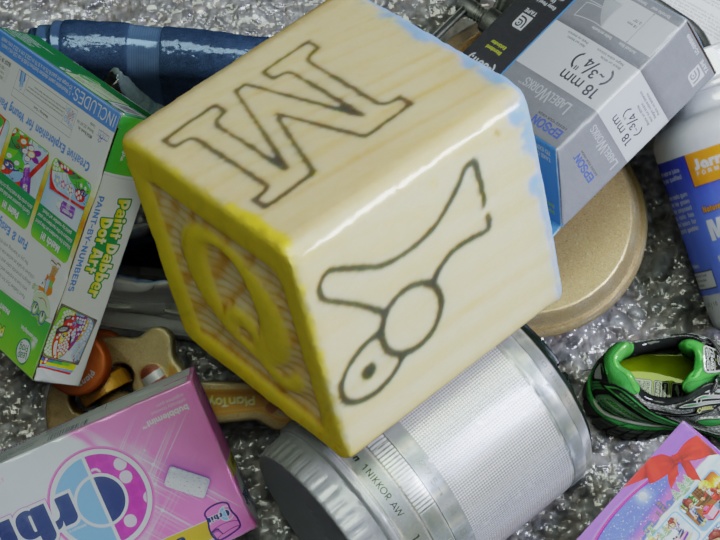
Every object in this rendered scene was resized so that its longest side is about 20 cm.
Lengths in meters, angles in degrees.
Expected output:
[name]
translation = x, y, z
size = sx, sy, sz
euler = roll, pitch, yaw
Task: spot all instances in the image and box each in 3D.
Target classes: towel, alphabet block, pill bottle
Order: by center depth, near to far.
[alphabet block]
translation = -0.009, -0.034, 1.552
size = 0.200, 0.196, 0.196
euler = -35, 44, -22
[pill bottle]
translation = 0.281, -0.066, 1.715
size = 0.111, 0.112, 0.201
euler = -19, 90, -10
[towel]
translation = -0.150, -0.150, 1.769
size = 0.199, 0.112, 0.049
euler = 5, 66, 1

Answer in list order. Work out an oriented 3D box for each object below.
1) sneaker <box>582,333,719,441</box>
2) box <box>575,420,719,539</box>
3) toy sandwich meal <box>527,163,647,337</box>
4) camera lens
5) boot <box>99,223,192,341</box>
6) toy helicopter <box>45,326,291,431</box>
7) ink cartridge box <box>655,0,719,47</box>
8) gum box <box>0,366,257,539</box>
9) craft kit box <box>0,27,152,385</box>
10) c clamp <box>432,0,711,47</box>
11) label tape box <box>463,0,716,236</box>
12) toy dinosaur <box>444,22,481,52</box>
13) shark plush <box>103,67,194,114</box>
[sneaker]
translation = 0.265, 0.087, 1.696
size = 0.199, 0.085, 0.079
euler = -1, 67, -3
[box]
translation = 0.210, 0.224, 1.615
size = 0.200, 0.039, 0.137
euler = -48, 66, 4
[toy sandwich meal]
translation = 0.121, -0.038, 1.757
size = 0.204, 0.070, 0.207
euler = 0, 70, 0
[camera lens]
translation = 0.049, 0.127, 1.632
size = 0.200, 0.160, 0.160
euler = -36, 73, -15
[boot]
translation = -0.111, 0.010, 1.710
size = 0.199, 0.096, 0.074
euler = -1, 67, -5
[toy helicopter]
translation = -0.129, 0.106, 1.678
size = 0.199, 0.079, 0.133
euler = -3, 88, 8
[ink cartridge box]
translation = 0.305, -0.221, 1.850
size = 0.160, 0.050, 0.200
euler = 31, 67, 11
[gum box]
translation = -0.185, 0.161, 1.623
size = 0.199, 0.066, 0.114
euler = -23, 97, 0
[craft kit box]
translation = -0.230, -0.048, 1.654
size = 0.200, 0.048, 0.199
euler = 35, 107, 48
[c clamp]
translation = 0.164, -0.169, 1.783
size = 0.199, 0.027, 0.171
euler = 29, 57, 10
[label tape box]
translation = 0.133, -0.118, 1.671
size = 0.200, 0.063, 0.144
euler = -45, 44, -7
[toy dinosaur]
translation = 0.057, -0.155, 1.817
size = 0.106, 0.060, 0.200
euler = 36, 75, 0
[shark plush]
translation = -0.125, -0.095, 1.724
size = 0.199, 0.091, 0.084
euler = 25, 63, -35
